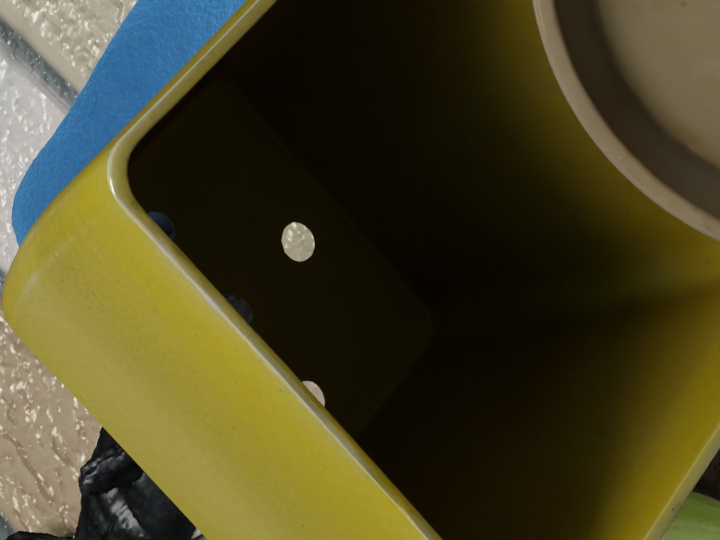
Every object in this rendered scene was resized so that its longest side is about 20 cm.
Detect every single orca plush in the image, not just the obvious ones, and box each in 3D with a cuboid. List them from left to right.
[{"bbox_3d":[-0.100,0.074,0.947,0.200,0.071,0.105,-39,71,38],"label":"orca plush"}]

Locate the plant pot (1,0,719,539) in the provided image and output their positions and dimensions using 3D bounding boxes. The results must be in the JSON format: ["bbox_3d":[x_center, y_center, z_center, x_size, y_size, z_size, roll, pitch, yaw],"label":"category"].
[{"bbox_3d":[0.000,0.000,0.742,0.200,0.200,0.176,48,146,-14],"label":"plant pot"}]

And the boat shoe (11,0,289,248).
[{"bbox_3d":[-0.066,-0.067,0.902,0.200,0.069,0.084,-37,63,39],"label":"boat shoe"}]

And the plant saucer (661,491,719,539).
[{"bbox_3d":[0.115,0.171,0.799,0.200,0.031,0.201,8,103,41],"label":"plant saucer"}]

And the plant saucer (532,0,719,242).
[{"bbox_3d":[0.150,-0.098,0.671,0.200,0.029,0.201,2,106,7],"label":"plant saucer"}]
